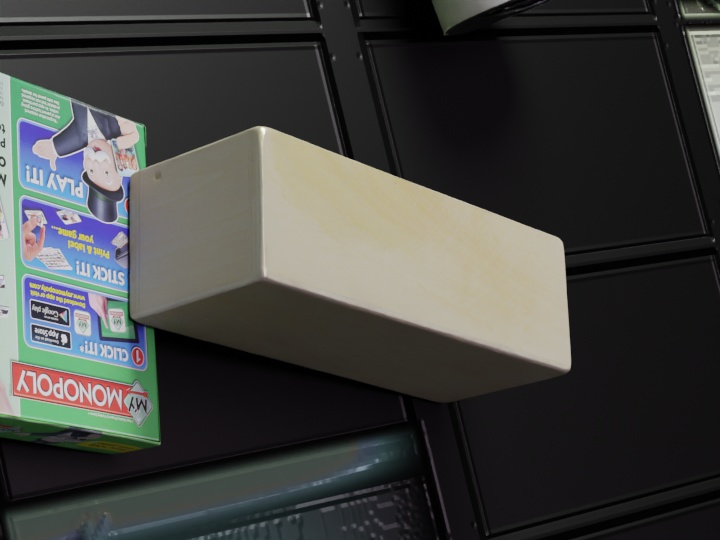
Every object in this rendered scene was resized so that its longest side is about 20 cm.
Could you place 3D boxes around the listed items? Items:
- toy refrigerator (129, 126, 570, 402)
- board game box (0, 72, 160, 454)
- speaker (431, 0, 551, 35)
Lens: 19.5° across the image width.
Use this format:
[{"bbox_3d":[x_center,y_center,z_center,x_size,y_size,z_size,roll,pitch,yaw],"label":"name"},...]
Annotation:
[{"bbox_3d":[0.000,0.000,0.883,0.199,0.076,0.070,18,63,-46],"label":"toy refrigerator"},{"bbox_3d":[-0.149,-0.011,0.770,0.200,0.029,0.136,18,64,-54],"label":"board game box"},{"bbox_3d":[0.044,-0.218,1.013,0.081,0.081,0.201,-20,89,-44],"label":"speaker"}]
